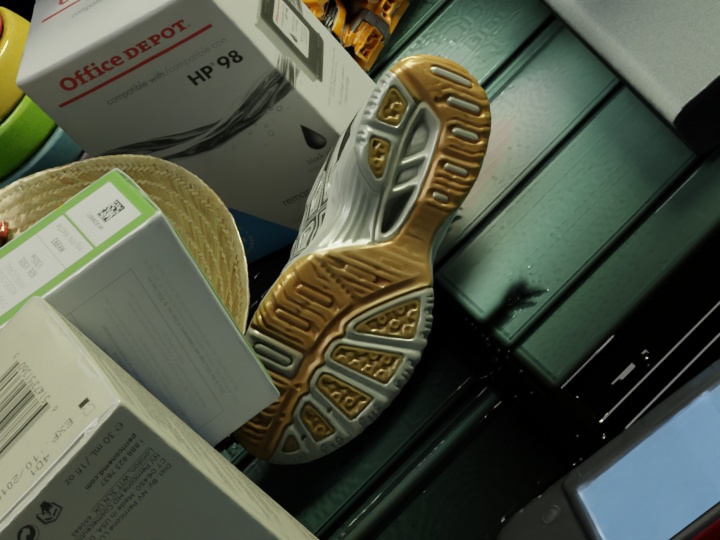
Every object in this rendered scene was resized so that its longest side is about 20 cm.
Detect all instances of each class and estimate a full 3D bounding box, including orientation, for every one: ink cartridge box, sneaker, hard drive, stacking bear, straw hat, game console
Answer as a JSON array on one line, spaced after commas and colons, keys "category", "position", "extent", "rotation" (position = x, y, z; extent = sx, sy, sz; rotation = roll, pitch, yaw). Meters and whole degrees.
[{"category": "ink cartridge box", "position": [-0.084, -0.096, 1.105], "extent": [0.116, 0.200, 0.067], "rotation": [-25, 39, 27]}, {"category": "ink cartridge box", "position": [-0.143, 0.062, 0.906], "extent": [0.200, 0.104, 0.059], "rotation": [-37, 33, -10]}, {"category": "sneaker", "position": [0.000, 0.000, 1.047], "extent": [0.200, 0.075, 0.088], "rotation": [-62, 7, -10]}, {"category": "hard drive", "position": [0.161, -0.146, 1.051], "extent": [0.139, 0.033, 0.200], "rotation": [-41, 34, 5]}, {"category": "stacking bear", "position": [-0.211, -0.102, 1.245], "extent": [0.121, 0.200, 0.114], "rotation": [-15, 43, 36]}, {"category": "straw hat", "position": [-0.119, 0.047, 1.055], "extent": [0.200, 0.085, 0.202], "rotation": [-13, 58, 22]}, {"category": "game console", "position": [0.120, 0.064, 0.791], "extent": [0.200, 0.119, 0.173], "rotation": [-38, 34, 9]}]

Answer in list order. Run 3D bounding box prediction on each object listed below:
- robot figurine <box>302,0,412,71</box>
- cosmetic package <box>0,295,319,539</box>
[{"category": "robot figurine", "position": [-0.042, -0.151, 1.248], "extent": [0.200, 0.058, 0.145], "rotation": [5, 57, 50]}, {"category": "cosmetic package", "position": [-0.068, 0.109, 0.868], "extent": [0.071, 0.200, 0.105], "rotation": [-46, 32, -2]}]
